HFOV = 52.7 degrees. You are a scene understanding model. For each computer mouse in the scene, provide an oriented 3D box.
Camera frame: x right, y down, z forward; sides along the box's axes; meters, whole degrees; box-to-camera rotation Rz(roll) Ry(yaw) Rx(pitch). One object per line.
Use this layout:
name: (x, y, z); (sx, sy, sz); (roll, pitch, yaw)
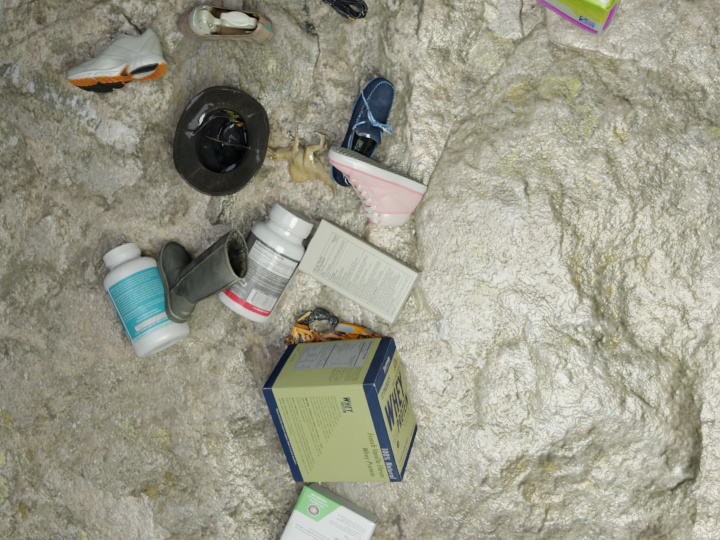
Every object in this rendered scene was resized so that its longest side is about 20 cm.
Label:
computer mouse: (0.007, -0.554, 1.301); (0.109, 0.044, 0.201); (36, 98, 10)

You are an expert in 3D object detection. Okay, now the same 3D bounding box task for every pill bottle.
pill bottle: (-0.167, -0.017, 1.313); (0.110, 0.111, 0.202); (32, 97, 10)
pill bottle: (-0.410, 0.052, 1.367); (0.110, 0.111, 0.202); (-28, 86, 11)

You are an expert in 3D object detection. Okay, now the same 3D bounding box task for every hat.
hat: (-0.250, -0.232, 1.346); (0.197, 0.081, 0.204); (-1, 85, 6)

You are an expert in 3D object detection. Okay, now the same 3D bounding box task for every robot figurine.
robot figurine: (-0.047, 0.149, 1.316); (0.197, 0.058, 0.147); (11, 95, 11)

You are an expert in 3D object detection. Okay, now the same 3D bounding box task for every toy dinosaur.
toy dinosaur: (-0.090, -0.203, 1.322); (0.199, 0.058, 0.102); (32, 104, 28)

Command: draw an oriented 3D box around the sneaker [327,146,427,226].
sneaker: (0.016, -0.135, 1.252); (0.198, 0.075, 0.106); (18, 108, -32)

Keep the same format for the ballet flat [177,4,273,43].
ballet flat: (-0.259, -0.464, 1.348); (0.197, 0.067, 0.069); (6, 92, 12)

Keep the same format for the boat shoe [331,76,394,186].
boat shoe: (0.017, -0.238, 1.284); (0.083, 0.069, 0.202); (13, 105, -25)

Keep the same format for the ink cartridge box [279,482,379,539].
ink cartridge box: (-0.074, 0.506, 1.296); (0.145, 0.084, 0.202); (25, 83, 10)

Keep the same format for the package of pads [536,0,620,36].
package of pads: (0.329, -0.472, 1.176); (0.199, 0.154, 0.069); (35, 98, 10)

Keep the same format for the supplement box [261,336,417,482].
supplement box: (-0.029, 0.236, 1.228); (0.197, 0.135, 0.202); (-6, 116, 20)

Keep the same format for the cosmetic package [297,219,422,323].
cosmetic package: (0.000, 0.000, 1.297); (0.199, 0.071, 0.106); (31, 98, 10)

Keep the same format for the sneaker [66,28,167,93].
sneaker: (-0.471, -0.407, 1.399); (0.197, 0.076, 0.093); (-11, 81, 4)

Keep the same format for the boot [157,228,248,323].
boot: (-0.284, -0.018, 1.304); (0.200, 0.072, 0.184); (-41, 57, 38)
